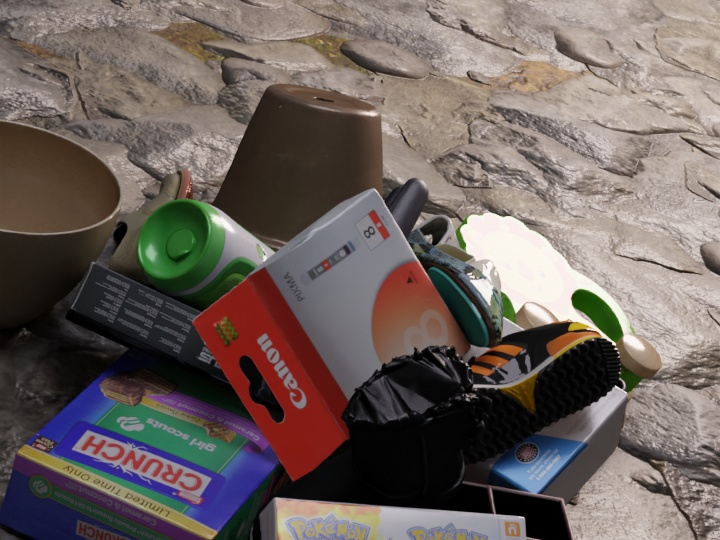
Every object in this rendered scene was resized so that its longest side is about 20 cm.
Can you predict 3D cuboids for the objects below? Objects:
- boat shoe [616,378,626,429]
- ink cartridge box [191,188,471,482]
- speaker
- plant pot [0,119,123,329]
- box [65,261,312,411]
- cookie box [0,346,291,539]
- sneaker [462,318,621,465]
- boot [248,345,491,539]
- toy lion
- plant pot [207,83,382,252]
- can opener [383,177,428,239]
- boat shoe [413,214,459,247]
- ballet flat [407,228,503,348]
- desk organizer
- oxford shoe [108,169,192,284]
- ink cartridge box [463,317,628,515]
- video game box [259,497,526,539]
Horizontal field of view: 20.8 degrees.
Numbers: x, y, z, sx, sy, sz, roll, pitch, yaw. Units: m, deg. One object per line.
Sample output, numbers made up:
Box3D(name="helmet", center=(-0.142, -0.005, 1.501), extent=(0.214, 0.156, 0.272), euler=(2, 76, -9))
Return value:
Box3D(name="boat shoe", center=(0.158, 0.123, 1.799), extent=(0.199, 0.062, 0.075), euler=(0, 35, -23))
Box3D(name="ink cartridge box", center=(-0.019, 0.049, 1.572), extent=(0.200, 0.050, 0.163), euler=(-40, 103, -40))
Box3D(name="speaker", center=(-0.109, 0.010, 1.674), extent=(0.088, 0.089, 0.200), euler=(39, 0, 34))
Box3D(name="plant pot", center=(-0.320, -0.028, 1.727), extent=(0.200, 0.135, 0.200), euler=(13, 28, -7))
Box3D(name="box", center=(-0.147, 0.059, 1.643), extent=(0.199, 0.044, 0.160), euler=(26, -8, -8))
Box3D(name="cookie box", center=(-0.159, 0.159, 1.546), extent=(0.171, 0.075, 0.200), euler=(23, 29, 11))
Box3D(name="sneaker", center=(0.114, 0.098, 1.633), extent=(0.199, 0.070, 0.090), euler=(-22, 23, -8))
Box3D(name="boot", center=(0.004, 0.142, 1.468), extent=(0.198, 0.163, 0.073), euler=(-23, 61, -15))
Box3D(name="toy lion", center=(0.178, 0.028, 1.900), extent=(0.199, 0.069, 0.192), euler=(18, 37, -30))
Box3D(name="plant pot", center=(-0.052, -0.083, 1.886), extent=(0.199, 0.175, 0.200), euler=(12, 12, -3))
Box3D(name="can opener", center=(0.000, 0.000, 1.665), extent=(0.079, 0.200, 0.063), euler=(44, -22, -19))
Box3D(name="boat shoe", center=(0.018, 0.018, 1.792), extent=(0.200, 0.066, 0.072), euler=(-33, 44, -27))
Box3D(name="ballet flat", center=(0.081, 0.007, 1.682), extent=(0.074, 0.075, 0.200), euler=(-2, 20, -31))
Box3D(name="desk organizer", center=(0.066, 0.216, 1.568), extent=(0.199, 0.077, 0.072), euler=(11, 29, -11))
Box3D(name="oxford shoe", center=(-0.202, -0.048, 1.900), extent=(0.074, 0.071, 0.200), euler=(1, 23, 0))
Box3D(name="ink cartridge box", center=(0.108, 0.124, 1.700), extent=(0.200, 0.086, 0.146), euler=(33, 55, 22))
Box3D(name="video game box", center=(0.028, 0.261, 1.408), extent=(0.199, 0.047, 0.183), euler=(6, 61, -17))
